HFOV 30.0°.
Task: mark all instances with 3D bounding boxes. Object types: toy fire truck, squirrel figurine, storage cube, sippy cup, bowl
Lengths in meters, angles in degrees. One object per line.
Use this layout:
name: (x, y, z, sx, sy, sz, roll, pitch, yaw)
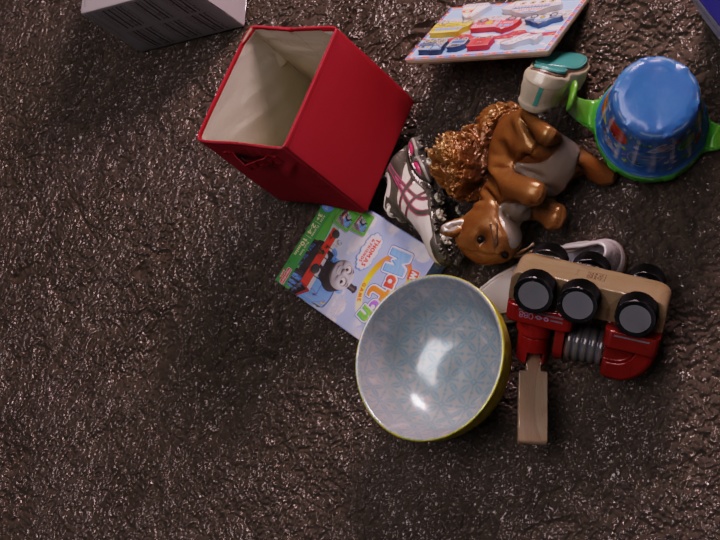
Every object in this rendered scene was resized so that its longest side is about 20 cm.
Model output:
toy fire truck: (0.247, 0.094, 1.530, 0.176, 0.129, 0.200, 13, 120, 13)
squirrel figurine: (0.171, -0.104, 1.641, 0.187, 0.141, 0.200, -56, 47, 9)
storage cube: (-0.071, -0.196, 1.752, 0.171, 0.180, 0.200, 10, 72, 43)
sippy cup: (0.335, -0.181, 1.535, 0.178, 0.130, 0.140, -23, 78, 4)
bowl: (0.104, 0.115, 1.619, 0.200, 0.108, 0.201, -10, 70, 28)

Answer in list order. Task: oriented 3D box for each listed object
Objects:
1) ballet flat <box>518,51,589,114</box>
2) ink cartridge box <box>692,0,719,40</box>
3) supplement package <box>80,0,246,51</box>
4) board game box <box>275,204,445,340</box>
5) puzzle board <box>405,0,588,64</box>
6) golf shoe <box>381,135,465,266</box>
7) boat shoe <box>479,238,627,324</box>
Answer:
ballet flat: (0.230, -0.224, 1.619, 0.069, 0.200, 0.070, 5, 105, 20)
ink cartridge box: (0.419, -0.270, 1.494, 0.043, 0.200, 0.197, -37, 59, 16)
supplement package: (-0.289, -0.460, 2.015, 0.200, 0.147, 0.192, -7, 71, 30)
board game box: (0.000, 0.000, 1.761, 0.200, 0.037, 0.151, 33, 92, 33)
puzzle board: (0.173, -0.310, 1.712, 0.200, 0.017, 0.151, 2, 38, 32)
golf shoe: (0.081, -0.076, 1.715, 0.088, 0.077, 0.200, -33, 47, 25)
boat shoe: (0.215, 0.006, 1.608, 0.200, 0.069, 0.071, -25, 67, 24)
